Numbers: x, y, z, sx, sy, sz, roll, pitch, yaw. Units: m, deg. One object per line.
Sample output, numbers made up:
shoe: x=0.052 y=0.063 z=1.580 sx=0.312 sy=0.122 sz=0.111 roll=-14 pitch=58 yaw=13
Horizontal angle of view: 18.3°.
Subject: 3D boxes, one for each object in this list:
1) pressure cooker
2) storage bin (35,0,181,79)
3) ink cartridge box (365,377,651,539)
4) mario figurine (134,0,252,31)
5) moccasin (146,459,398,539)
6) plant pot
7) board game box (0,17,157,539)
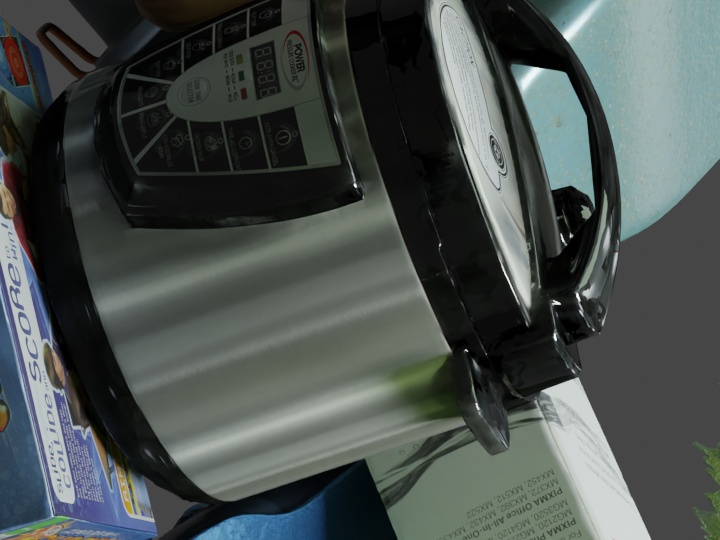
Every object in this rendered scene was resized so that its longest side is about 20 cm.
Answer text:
pressure cooker: x=-0.002 y=-0.021 z=0.832 sx=0.179 sy=0.199 sz=0.177 roll=-56 pitch=126 yaw=-74
storage bin: x=-0.113 y=-0.175 z=1.036 sx=0.134 sy=0.146 sz=0.200 roll=45 pitch=12 yaw=-9
ink cartridge box: x=0.059 y=0.082 z=0.976 sx=0.145 sy=0.083 sz=0.201 roll=42 pitch=23 yaw=-62
mario figurine: x=-0.092 y=-0.190 z=0.819 sx=0.123 sy=0.106 sz=0.201 roll=36 pitch=-32 yaw=38
moccasin: x=-0.051 y=0.131 z=0.922 sx=0.200 sy=0.068 sz=0.081 roll=-15 pitch=94 yaw=-58
plant pot: x=0.071 y=-0.116 z=1.105 sx=0.200 sy=0.195 sz=0.197 roll=-51 pitch=146 yaw=-38
board game box: x=-0.128 y=0.000 z=0.801 sx=0.135 sy=0.034 sz=0.201 roll=45 pitch=29 yaw=-76
